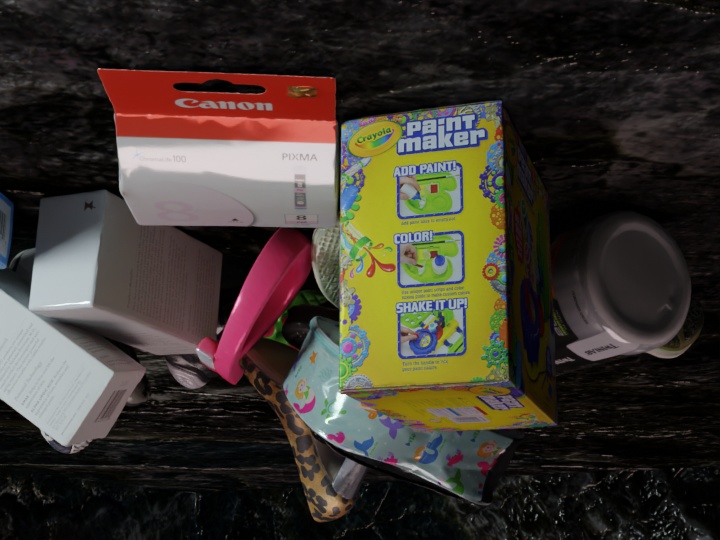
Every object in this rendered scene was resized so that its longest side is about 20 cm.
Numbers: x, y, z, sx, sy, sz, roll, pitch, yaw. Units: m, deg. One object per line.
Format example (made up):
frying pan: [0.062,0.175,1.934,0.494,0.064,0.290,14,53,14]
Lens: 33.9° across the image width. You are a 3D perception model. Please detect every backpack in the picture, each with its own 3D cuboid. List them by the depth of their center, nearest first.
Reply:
backpack: [0.037,0.108,1.058,0.198,0.152,0.178,17,-168,-24]

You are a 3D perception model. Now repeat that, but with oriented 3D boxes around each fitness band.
fitness band: [-0.091,0.033,1.078,0.037,0.144,0.200,34,169,4]

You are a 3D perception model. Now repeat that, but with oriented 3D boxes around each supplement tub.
supplement tub: [0.192,0.028,1.073,0.121,0.124,0.200,8,162,-25]

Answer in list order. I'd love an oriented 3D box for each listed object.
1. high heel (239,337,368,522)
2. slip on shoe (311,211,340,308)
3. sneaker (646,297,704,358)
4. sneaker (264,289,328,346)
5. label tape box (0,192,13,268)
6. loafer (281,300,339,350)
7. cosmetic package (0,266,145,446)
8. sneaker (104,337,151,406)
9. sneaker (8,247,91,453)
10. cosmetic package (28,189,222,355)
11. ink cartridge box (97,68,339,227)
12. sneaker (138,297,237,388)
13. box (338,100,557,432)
high heel: [-0.078,0.160,1.191,0.199,0.144,0.071,34,-150,15]
slip on shoe: [0.000,0.000,1.101,0.073,0.062,0.200,-23,148,7]
sneaker: [0.303,0.037,1.202,0.198,0.077,0.089,-3,141,-43]
sneaker: [-0.059,0.063,1.341,0.083,0.078,0.199,-14,176,-35]
label tape box: [-0.399,-0.050,0.944,0.197,0.067,0.143,2,164,6]
loafer: [-0.003,0.045,1.222,0.072,0.072,0.198,-13,168,43]
cosmetic package: [-0.302,0.064,1.053,0.199,0.082,0.113,34,179,7]
sneaker: [-0.276,0.094,1.242,0.079,0.076,0.200,-26,-149,-14]
sneaker: [-0.318,0.079,1.186,0.079,0.202,0.129,-21,-172,-29]
cosmetic package: [-0.205,0.008,1.067,0.070,0.103,0.200,-4,163,23]
ink cartridge box: [-0.095,-0.080,0.847,0.160,0.058,0.200,2,169,-1]
sneaker: [-0.180,0.052,1.285,0.113,0.076,0.201,-20,143,10]
box: [0.069,0.008,0.874,0.120,0.196,0.200,-5,164,17]
